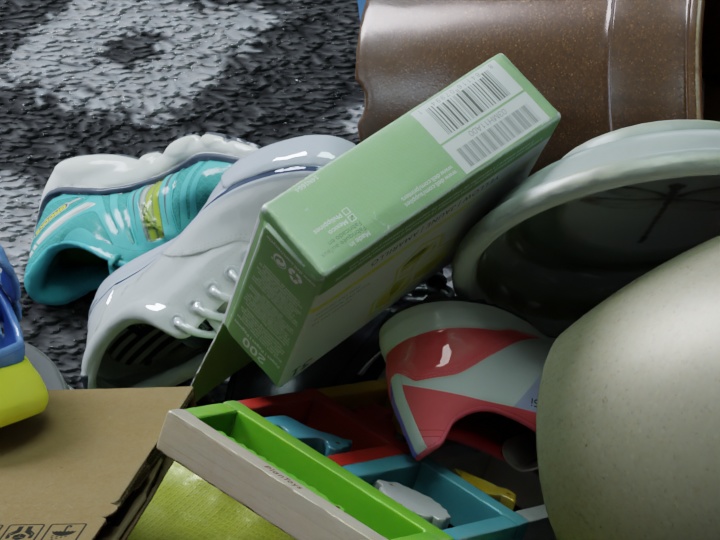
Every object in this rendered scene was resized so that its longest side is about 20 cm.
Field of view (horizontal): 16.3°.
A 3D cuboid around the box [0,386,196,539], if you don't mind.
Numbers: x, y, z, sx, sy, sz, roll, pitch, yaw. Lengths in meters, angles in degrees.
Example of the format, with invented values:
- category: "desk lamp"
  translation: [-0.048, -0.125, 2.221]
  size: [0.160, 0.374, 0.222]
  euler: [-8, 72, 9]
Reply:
- category: "box"
  translation: [-0.186, 0.093, 1.104]
  size: [0.199, 0.021, 0.164]
  euler: [-2, 21, 14]

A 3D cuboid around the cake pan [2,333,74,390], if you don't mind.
- category: "cake pan"
  translation: [-0.221, 0.089, 1.203]
  size: [0.199, 0.037, 0.201]
  euler: [-7, 31, 4]

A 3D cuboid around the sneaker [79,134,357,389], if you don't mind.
- category: "sneaker"
  translation: [-0.063, 0.009, 1.215]
  size: [0.073, 0.200, 0.071]
  euler: [31, 43, -25]

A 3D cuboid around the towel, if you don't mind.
- category: "towel"
  translation: [-0.058, 0.127, 1.156]
  size: [0.199, 0.018, 0.086]
  euler: [17, 36, 31]

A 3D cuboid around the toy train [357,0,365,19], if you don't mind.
- category: "toy train"
  translation: [0.097, -0.160, 1.543]
  size: [0.199, 0.087, 0.114]
  euler: [-26, 32, -31]

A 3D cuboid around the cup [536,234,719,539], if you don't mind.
- category: "cup"
  translation: [0.158, 0.072, 1.073]
  size: [0.142, 0.201, 0.201]
  euler: [-4, 29, 24]

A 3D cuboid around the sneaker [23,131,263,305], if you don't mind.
- category: "sneaker"
  translation: [-0.097, -0.017, 1.319]
  size: [0.199, 0.078, 0.080]
  euler: [-9, 48, 39]

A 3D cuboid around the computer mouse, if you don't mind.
- category: "computer mouse"
  translation: [-0.046, 0.029, 1.285]
  size: [0.140, 0.046, 0.200]
  euler: [9, 34, 20]

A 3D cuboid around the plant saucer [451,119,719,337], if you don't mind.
- category: "plant saucer"
  translation: [0.139, -0.023, 1.138]
  size: [0.199, 0.200, 0.051]
  euler: [-4, 65, 0]

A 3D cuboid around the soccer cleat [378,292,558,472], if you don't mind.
- category: "soccer cleat"
  translation: [0.098, 0.064, 1.172]
  size: [0.199, 0.068, 0.074]
  euler: [11, 59, -31]

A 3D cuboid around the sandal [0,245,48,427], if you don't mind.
- category: "sandal"
  translation: [-0.200, 0.015, 1.172]
  size: [0.079, 0.088, 0.200]
  euler: [-15, 15, -26]

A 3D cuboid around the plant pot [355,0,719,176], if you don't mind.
- category: "plant pot"
  translation: [0.114, -0.099, 1.354]
  size: [0.197, 0.201, 0.200]
  euler: [0, 31, 23]

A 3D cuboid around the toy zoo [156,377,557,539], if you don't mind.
- category: "toy zoo"
  translation: [0.019, 0.091, 1.134]
  size: [0.131, 0.021, 0.200]
  euler: [29, 19, 30]

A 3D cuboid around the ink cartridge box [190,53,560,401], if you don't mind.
- category: "ink cartridge box"
  translation: [0.000, 0.000, 1.141]
  size: [0.145, 0.200, 0.048]
  euler: [-35, 74, -29]
